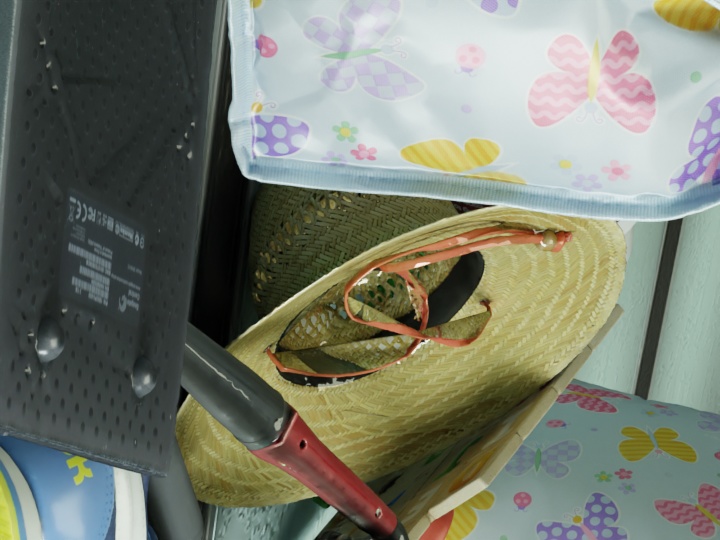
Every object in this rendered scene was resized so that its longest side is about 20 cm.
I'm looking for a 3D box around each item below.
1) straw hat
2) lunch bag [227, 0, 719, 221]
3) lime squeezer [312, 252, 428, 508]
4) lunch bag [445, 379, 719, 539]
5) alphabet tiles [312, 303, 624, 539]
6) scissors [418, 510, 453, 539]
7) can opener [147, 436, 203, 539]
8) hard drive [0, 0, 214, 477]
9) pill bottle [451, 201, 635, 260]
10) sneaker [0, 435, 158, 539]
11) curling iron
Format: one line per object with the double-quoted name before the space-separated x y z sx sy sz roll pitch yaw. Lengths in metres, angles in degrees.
"straw hat" 0.000 0.000 0.939 0.200 0.085 0.201 -22 155 -11
"lunch bag" 0.069 -0.110 0.835 0.170 0.199 0.127 -71 167 -50
"lime squeezer" 0.003 0.006 1.056 0.070 0.038 0.201 -23 135 -25
"lunch bag" 0.122 0.147 1.249 0.200 0.169 0.128 -39 137 -62
"alphabet tiles" 0.028 0.084 1.049 0.166 0.006 0.200 -37 -173 42
"scissors" -0.021 0.174 1.039 0.200 0.014 0.073 -57 -169 1
"can opener" -0.063 0.099 0.889 0.200 0.067 0.053 79 34 -52
"hard drive" -0.082 -0.049 0.698 0.135 0.042 0.201 31 61 -70
"pill bottle" 0.066 -0.073 1.029 0.200 0.113 0.113 80 33 -53
"sneaker" -0.095 0.122 0.795 0.082 0.074 0.201 -33 138 -43
"curling iron" -0.029 0.063 0.866 0.200 0.025 0.050 54 29 -42
